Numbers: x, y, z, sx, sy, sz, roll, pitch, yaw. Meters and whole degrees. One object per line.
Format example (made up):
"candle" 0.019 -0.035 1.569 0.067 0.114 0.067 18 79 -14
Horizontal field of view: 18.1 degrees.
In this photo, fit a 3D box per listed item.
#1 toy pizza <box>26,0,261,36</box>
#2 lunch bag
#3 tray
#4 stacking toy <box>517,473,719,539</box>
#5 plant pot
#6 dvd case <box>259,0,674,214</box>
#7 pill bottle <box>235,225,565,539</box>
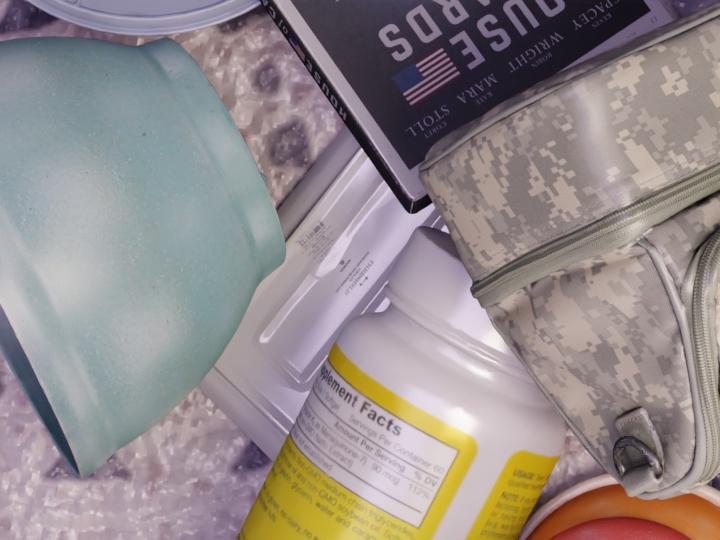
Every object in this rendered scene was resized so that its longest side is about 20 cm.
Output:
"toy pizza" -0.097 -0.202 1.077 0.198 0.032 0.202 -1 74 2
"lunch bag" 0.151 -0.017 0.920 0.139 0.199 0.169 -25 90 57
"tray" 0.000 0.000 1.069 0.107 0.022 0.200 42 102 15
"stacking toy" 0.102 0.163 0.939 0.145 0.200 0.148 0 90 18
"plant pot" -0.117 -0.025 1.034 0.133 0.200 0.201 -28 80 -12
"dvd case" 0.028 -0.147 1.030 0.150 0.025 0.201 -33 78 -10
"pill bottle" 0.022 0.091 1.012 0.114 0.114 0.201 30 98 16
